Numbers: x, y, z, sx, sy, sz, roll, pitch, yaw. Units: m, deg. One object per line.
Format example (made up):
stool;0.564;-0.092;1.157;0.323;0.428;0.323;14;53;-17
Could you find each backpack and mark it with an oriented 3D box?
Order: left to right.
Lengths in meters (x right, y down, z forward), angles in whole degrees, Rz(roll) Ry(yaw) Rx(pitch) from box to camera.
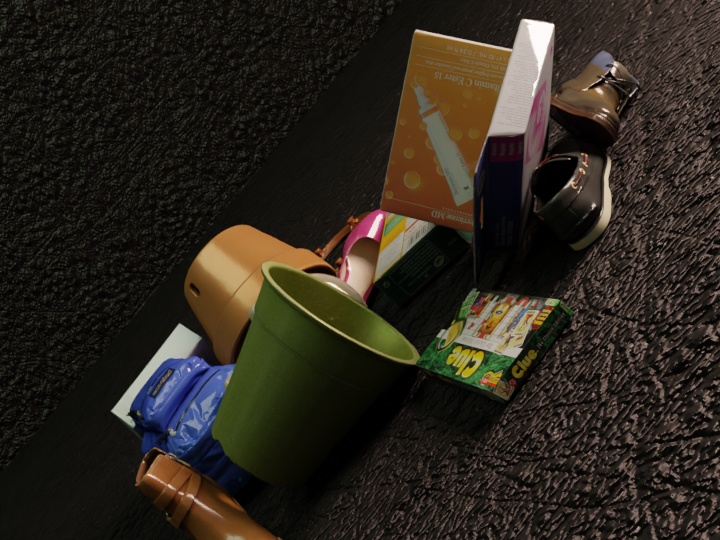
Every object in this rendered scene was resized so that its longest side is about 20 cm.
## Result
backpack;-0.192;0.195;1.411;0.164;0.167;0.199;-59;22;-16

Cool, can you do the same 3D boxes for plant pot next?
plant pot;-0.149;0.034;1.550;0.200;0.140;0.201;-40;-26;-24
plant pot;-0.065;0.124;1.221;0.191;0.198;0.200;-59;13;10

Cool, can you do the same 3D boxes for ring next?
ring;-0.048;-0.020;1.809;0.200;0.019;0.201;-45;16;16

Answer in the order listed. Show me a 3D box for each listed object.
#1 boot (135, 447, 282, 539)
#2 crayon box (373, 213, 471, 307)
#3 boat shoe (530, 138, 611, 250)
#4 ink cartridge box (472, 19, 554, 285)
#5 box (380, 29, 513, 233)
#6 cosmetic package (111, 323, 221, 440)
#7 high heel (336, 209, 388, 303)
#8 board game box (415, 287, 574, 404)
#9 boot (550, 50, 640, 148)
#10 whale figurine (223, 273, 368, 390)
boot;-0.165;0.260;1.175;0.074;0.154;0.200;-51;15;-11
crayon box;0.083;-0.053;1.438;0.126;0.051;0.201;-43;17;24
boat shoe;0.211;-0.094;1.146;0.074;0.063;0.202;-45;13;25
ink cartridge box;0.158;-0.114;1.152;0.197;0.043;0.202;80;-156;-57
box;0.109;-0.155;1.263;0.097;0.123;0.203;-26;-52;-70
cosmetic package;-0.249;0.187;1.581;0.151;0.051;0.201;-51;-29;-16
high heel;0.000;0.000;1.499;0.201;0.067;0.096;-59;7;-17
board game box;0.122;0.068;1.079;0.105;0.023;0.200;-54;15;-9
boot;0.260;-0.195;1.228;0.097;0.074;0.200;-50;12;7
whale figurine;-0.075;0.100;1.362;0.200;0.158;0.104;-48;-14;-23
